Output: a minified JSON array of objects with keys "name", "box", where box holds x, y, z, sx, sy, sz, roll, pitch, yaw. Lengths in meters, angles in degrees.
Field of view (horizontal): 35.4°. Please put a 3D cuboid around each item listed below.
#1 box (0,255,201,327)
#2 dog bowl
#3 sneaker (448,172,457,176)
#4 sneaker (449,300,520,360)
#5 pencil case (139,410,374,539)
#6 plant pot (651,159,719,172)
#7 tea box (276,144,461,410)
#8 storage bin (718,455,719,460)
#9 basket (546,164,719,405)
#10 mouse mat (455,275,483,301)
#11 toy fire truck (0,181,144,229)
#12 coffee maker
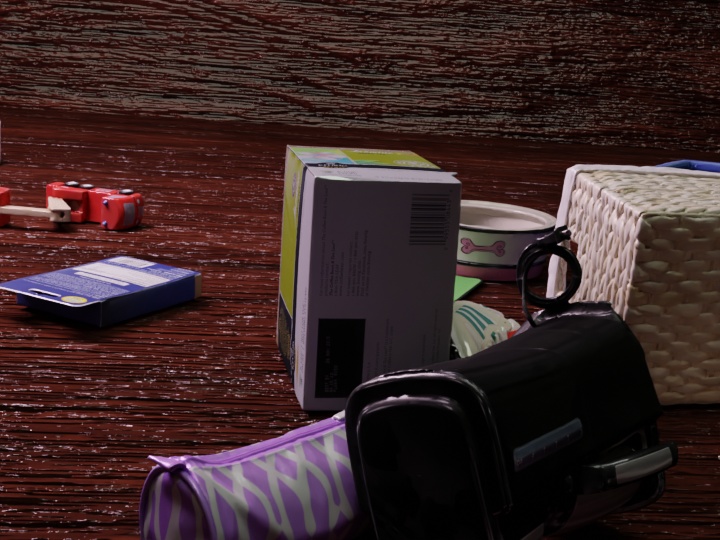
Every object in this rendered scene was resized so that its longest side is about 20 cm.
[{"name":"box","box":[-0.277,0.022,1.204,0.119,0.033,0.199,11,14,28]},{"name":"dog bowl","box":[0.167,-0.041,1.524,0.196,0.075,0.200,4,14,-1]},{"name":"sneaker","box":[0.115,-0.145,1.943,0.113,0.077,0.200,8,19,14]},{"name":"sneaker","box":[0.114,0.068,1.059,0.091,0.072,0.200,-2,11,-3]},{"name":"pencil case","box":[-0.043,0.135,0.702,0.083,0.087,0.198,17,19,39]},{"name":"plant pot","box":[0.426,-0.021,1.295,0.197,0.183,0.199,13,16,30]},{"name":"tea box","box":[0.000,0.000,1.023,0.131,0.204,0.197,1,14,-12]},{"name":"storage bin","box":[0.419,0.126,0.871,0.197,0.096,0.198,-2,15,-28]},{"name":"basket","box":[0.300,0.015,1.081,0.196,0.202,0.161,1,18,-16]},{"name":"mouse mat","box":[0.043,0.012,1.407,0.197,0.008,0.161,11,15,21]},{"name":"toy fire truck","box":[-0.420,-0.089,1.580,0.196,0.050,0.141,9,15,15]},{"name":"coffee maker","box":[0.087,0.090,0.720,0.198,0.194,0.134,-9,-24,-49]}]
